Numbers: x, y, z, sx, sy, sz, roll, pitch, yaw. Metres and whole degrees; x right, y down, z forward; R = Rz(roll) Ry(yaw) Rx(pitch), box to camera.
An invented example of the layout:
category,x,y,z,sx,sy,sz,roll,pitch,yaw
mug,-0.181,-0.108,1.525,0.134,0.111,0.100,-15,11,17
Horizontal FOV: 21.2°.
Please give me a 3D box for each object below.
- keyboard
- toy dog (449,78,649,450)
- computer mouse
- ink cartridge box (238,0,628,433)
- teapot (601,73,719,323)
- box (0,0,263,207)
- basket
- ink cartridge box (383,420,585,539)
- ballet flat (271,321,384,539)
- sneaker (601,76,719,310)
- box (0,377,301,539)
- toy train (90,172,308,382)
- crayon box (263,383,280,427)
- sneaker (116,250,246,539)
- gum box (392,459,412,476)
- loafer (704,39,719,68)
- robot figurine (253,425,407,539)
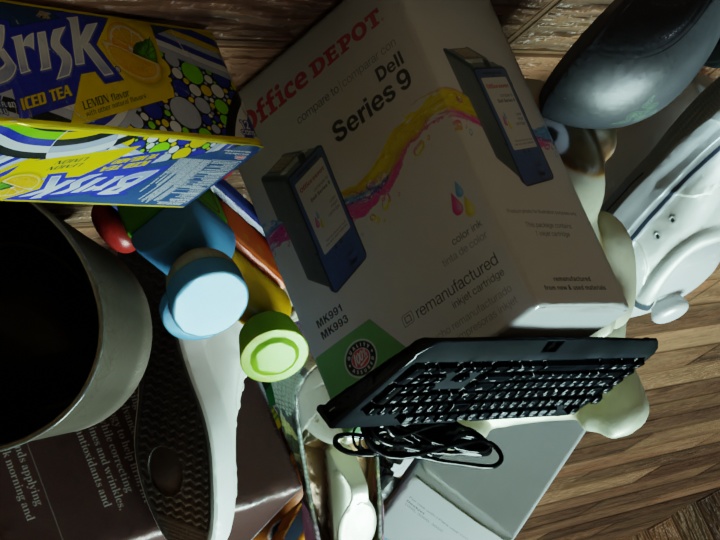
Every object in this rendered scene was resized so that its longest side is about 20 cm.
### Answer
category,x,y,z,sx,sy,sz,roll,pitch,yaw
keyboard,0.066,0.070,0.957,0.199,0.040,0.104,3,149,-47
toy dog,0.098,-0.019,1.104,0.139,0.195,0.201,1,137,7
computer mouse,0.176,-0.140,1.011,0.200,0.053,0.139,-45,171,-12
ink cartridge box,0.027,-0.035,1.000,0.145,0.201,0.087,-35,156,35
teapot,0.185,-0.036,1.298,0.197,0.147,0.200,-21,162,-9
box,-0.140,-0.074,0.875,0.064,0.070,0.200,-36,160,31
basket,-0.187,0.026,0.996,0.200,0.180,0.137,32,79,-78
ink cartridge box,0.072,0.156,1.347,0.145,0.084,0.200,-51,174,-35
ballet flat,-0.012,0.115,1.214,0.069,0.201,0.071,-13,-160,-15
sneaker,0.218,-0.060,1.182,0.200,0.071,0.073,-47,-172,21
box,-0.176,0.121,1.245,0.199,0.167,0.164,-15,161,-27
toy train,-0.057,0.017,1.071,0.085,0.116,0.200,-36,135,11
crayon box,-0.034,0.179,1.549,0.058,0.201,0.172,-33,161,26
sneaker,-0.089,0.069,1.156,0.073,0.201,0.084,-8,177,41
gum box,0.013,0.085,1.479,0.066,0.114,0.200,-22,163,-8
loafer,0.279,-0.181,1.121,0.200,0.073,0.072,-32,166,28
robot figurine,-0.029,0.141,1.332,0.058,0.145,0.201,22,110,-24
